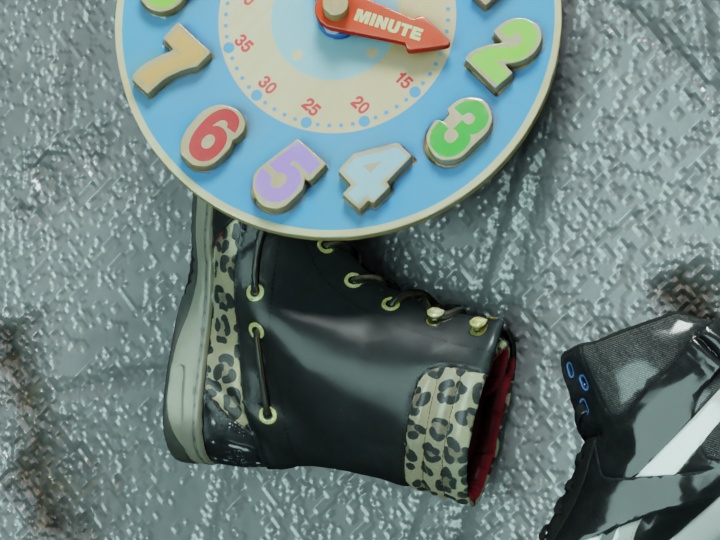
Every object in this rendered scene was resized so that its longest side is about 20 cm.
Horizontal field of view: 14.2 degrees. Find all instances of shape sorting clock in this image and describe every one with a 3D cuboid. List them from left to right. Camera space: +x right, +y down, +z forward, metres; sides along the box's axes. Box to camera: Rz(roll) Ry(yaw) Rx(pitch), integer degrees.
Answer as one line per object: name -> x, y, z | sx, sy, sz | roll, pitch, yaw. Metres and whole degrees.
shape sorting clock -> -0.011, -0.111, 1.281 | 0.200, 0.039, 0.200 | -1, 73, 4

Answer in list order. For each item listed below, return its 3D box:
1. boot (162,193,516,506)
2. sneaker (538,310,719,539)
boot -> 0.000, 0.001, 1.310 | 0.153, 0.073, 0.204 | 12, 92, 20
sneaker -> 0.103, 0.095, 1.258 | 0.200, 0.073, 0.112 | -41, 71, 18
